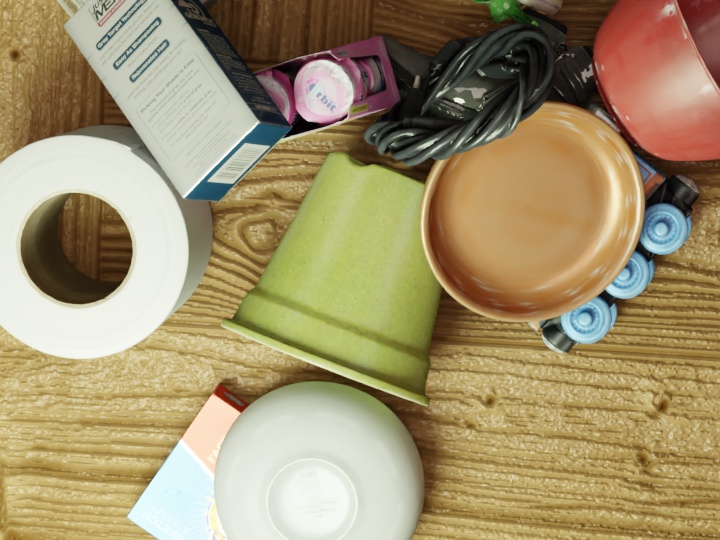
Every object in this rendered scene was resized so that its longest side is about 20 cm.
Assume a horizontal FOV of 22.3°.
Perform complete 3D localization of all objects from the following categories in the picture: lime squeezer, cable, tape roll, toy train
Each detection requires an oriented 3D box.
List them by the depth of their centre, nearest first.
[{"bbox_3d":[0.083,-0.147,1.526,0.163,0.200,0.051,-35,112,-8],"label":"cable"},{"bbox_3d":[0.117,-0.255,1.629,0.038,0.071,0.200,-35,51,-5],"label":"lime squeezer"},{"bbox_3d":[0.217,-0.022,1.663,0.114,0.087,0.200,41,102,7],"label":"toy train"},{"bbox_3d":[-0.244,-0.029,1.670,0.202,0.139,0.203,1,99,5],"label":"tape roll"}]

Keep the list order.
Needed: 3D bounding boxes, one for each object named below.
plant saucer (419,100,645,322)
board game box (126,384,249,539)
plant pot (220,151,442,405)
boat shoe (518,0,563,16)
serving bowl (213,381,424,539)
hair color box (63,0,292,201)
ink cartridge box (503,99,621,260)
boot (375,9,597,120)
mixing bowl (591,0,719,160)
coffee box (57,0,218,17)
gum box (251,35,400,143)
[{"bbox_3d":[0.146,-0.053,1.581,0.200,0.037,0.200,-4,111,-10],"label":"plant saucer"},{"bbox_3d":[-0.098,0.229,1.744,0.200,0.040,0.153,35,99,-1],"label":"board game box"},{"bbox_3d":[0.000,0.000,1.642,0.200,0.200,0.184,21,88,2],"label":"plant pot"},{"bbox_3d":[0.122,-0.306,1.604,0.200,0.076,0.072,47,112,25],"label":"boat shoe"},{"bbox_3d":[-0.041,0.206,1.682,0.200,0.066,0.200,1,97,5],"label":"serving bowl"},{"bbox_3d":[-0.157,-0.166,1.560,0.100,0.061,0.200,-42,71,20],"label":"hair color box"},{"bbox_3d":[0.158,-0.067,1.652,0.037,0.095,0.200,41,99,-5],"label":"ink cartridge box"},{"bbox_3d":[0.114,-0.186,1.660,0.200,0.070,0.132,35,84,9],"label":"boot"},{"bbox_3d":[0.273,-0.171,1.592,0.108,0.200,0.200,-29,95,26],"label":"mixing bowl"},{"bbox_3d":[-0.173,-0.284,1.656,0.200,0.080,0.114,-40,93,9],"label":"coffee box"},{"bbox_3d":[-0.070,-0.149,1.620,0.200,0.113,0.066,-14,97,27],"label":"gum box"}]
